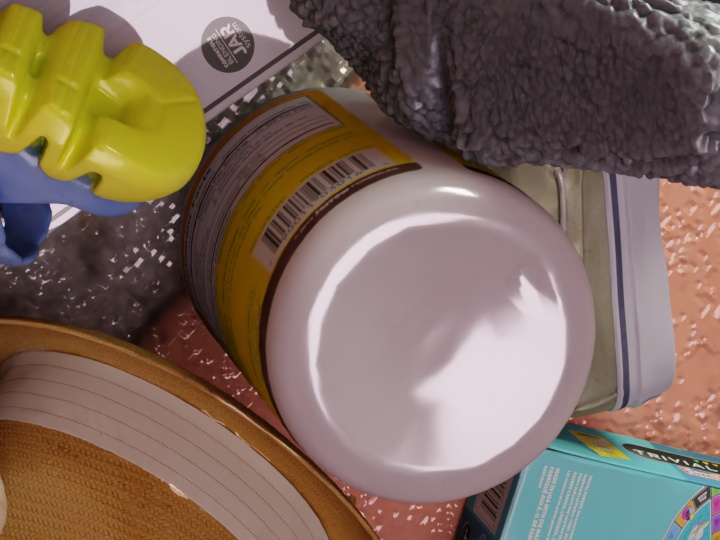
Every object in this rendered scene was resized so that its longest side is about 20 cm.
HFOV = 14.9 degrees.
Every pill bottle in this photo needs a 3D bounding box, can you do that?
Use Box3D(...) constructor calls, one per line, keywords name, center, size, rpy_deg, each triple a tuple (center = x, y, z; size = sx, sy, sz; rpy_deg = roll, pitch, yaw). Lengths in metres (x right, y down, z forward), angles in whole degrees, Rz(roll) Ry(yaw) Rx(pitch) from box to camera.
Box3D(name="pill bottle", center=(0.000, 0.000, 0.946), size=(0.109, 0.200, 0.110), rpy_deg=(-4, 105, -14))

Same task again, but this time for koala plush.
Box3D(name="koala plush", center=(0.095, -0.120, 0.918), size=(0.200, 0.183, 0.179), rpy_deg=(-14, 99, -51))

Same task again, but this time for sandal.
Box3D(name="sandal", center=(-0.154, -0.063, 0.893), size=(0.199, 0.080, 0.087), rpy_deg=(33, 130, -9))

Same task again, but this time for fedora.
Box3D(name="fedora", center=(-0.084, 0.102, 0.957), size=(0.201, 0.200, 0.082), rpy_deg=(45, 56, -21))

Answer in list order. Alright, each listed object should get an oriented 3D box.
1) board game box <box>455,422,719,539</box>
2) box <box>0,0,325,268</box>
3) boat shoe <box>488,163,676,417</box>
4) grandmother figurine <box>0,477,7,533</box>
Box3D(name="board game box", center=(0.128, 0.151, 1.106), size=(0.199, 0.047, 0.152), rpy_deg=(14, 102, -19))
Box3D(name="box", center=(-0.092, -0.099, 0.968), size=(0.199, 0.060, 0.117), rpy_deg=(-34, 111, -4))
Box3D(name="boat shoe", center=(0.072, -0.032, 1.025), size=(0.062, 0.072, 0.201), rpy_deg=(-21, 112, -18))
Box3D(name="grandmother figurine", center=(-0.205, 0.050, 0.849), size=(0.199, 0.121, 0.061), rpy_deg=(8, 125, -51))
